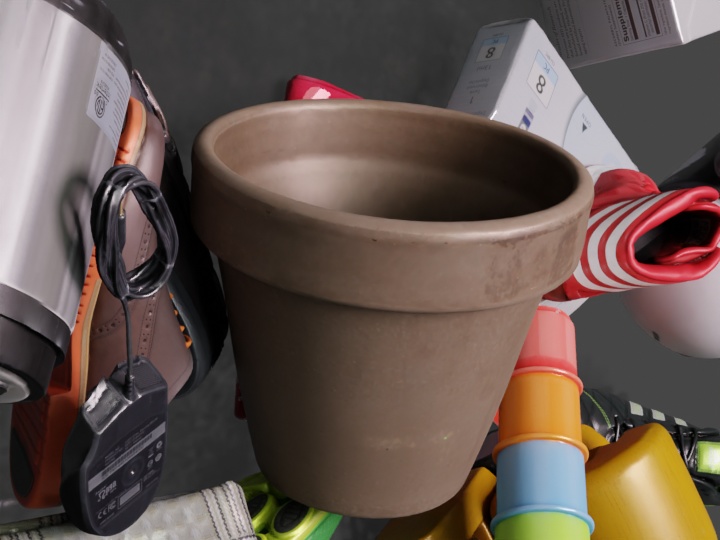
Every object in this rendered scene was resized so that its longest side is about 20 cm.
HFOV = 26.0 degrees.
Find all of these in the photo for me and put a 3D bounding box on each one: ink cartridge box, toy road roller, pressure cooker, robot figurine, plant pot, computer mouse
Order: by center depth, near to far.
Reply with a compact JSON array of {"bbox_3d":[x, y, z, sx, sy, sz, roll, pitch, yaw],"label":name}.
[{"bbox_3d":[-0.194,-0.025,0.638,0.175,0.178,0.202,23,70,-39],"label":"pressure cooker"},{"bbox_3d":[-0.108,0.037,0.667,0.059,0.034,0.201,-35,145,-44],"label":"computer mouse"},{"bbox_3d":[0.010,0.023,0.789,0.199,0.200,0.176,-15,118,-40],"label":"plant pot"},{"bbox_3d":[0.108,0.159,0.871,0.124,0.145,0.200,62,33,-7],"label":"toy road roller"},{"bbox_3d":[0.097,-0.026,0.951,0.160,0.047,0.201,47,53,-39],"label":"ink cartridge box"},{"bbox_3d":[0.256,-0.026,1.062,0.200,0.124,0.151,-38,107,-37],"label":"robot figurine"}]

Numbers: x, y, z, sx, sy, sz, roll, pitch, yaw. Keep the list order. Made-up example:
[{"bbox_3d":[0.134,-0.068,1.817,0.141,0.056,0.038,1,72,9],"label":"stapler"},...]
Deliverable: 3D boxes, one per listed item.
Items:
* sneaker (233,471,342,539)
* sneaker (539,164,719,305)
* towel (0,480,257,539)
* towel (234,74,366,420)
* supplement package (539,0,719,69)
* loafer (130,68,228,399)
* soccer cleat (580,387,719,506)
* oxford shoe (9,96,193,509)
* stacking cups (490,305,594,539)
[{"bbox_3d":[-0.069,0.187,0.802,0.201,0.074,0.084,-56,135,-25],"label":"sneaker"},{"bbox_3d":[0.166,-0.018,0.901,0.200,0.115,0.079,-31,115,-56],"label":"sneaker"},{"bbox_3d":[-0.124,0.203,0.705,0.198,0.035,0.194,-9,77,-22],"label":"towel"},{"bbox_3d":[0.000,0.000,0.905,0.144,0.022,0.202,19,74,-37],"label":"towel"},{"bbox_3d":[0.191,-0.254,1.035,0.155,0.110,0.202,-23,101,-39],"label":"supplement package"},{"bbox_3d":[-0.117,-0.036,0.787,0.063,0.071,0.201,-45,122,-59],"label":"loafer"},{"bbox_3d":[0.192,0.117,1.018,0.199,0.081,0.068,16,75,-38],"label":"soccer cleat"},{"bbox_3d":[-0.115,0.017,0.744,0.072,0.071,0.202,6,107,-30],"label":"oxford shoe"},{"bbox_3d":[0.090,0.111,0.795,0.060,0.060,0.201,24,53,-36],"label":"stacking cups"}]
